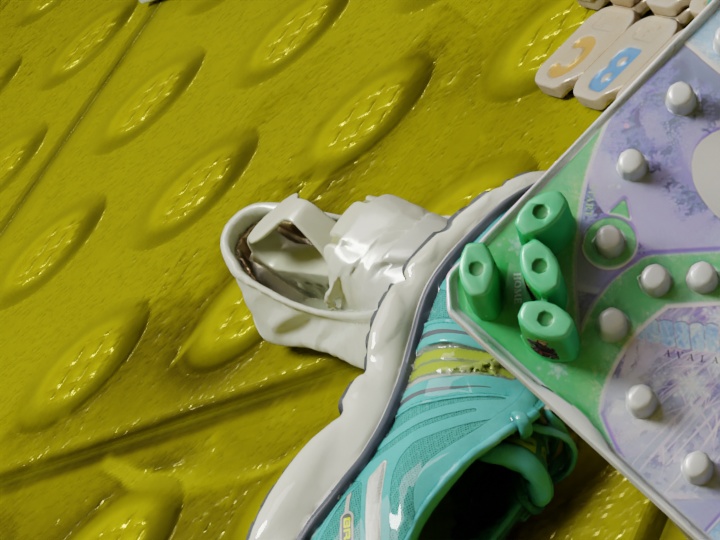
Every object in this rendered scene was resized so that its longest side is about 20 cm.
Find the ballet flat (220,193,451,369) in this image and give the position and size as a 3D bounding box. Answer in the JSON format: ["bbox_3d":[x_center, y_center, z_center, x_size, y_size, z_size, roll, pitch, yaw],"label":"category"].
[{"bbox_3d":[0.000,0.000,1.022,0.070,0.069,0.200,-50,23,-19],"label":"ballet flat"}]

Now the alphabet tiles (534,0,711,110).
[{"bbox_3d":[0.159,-0.140,1.080,0.196,0.015,0.200,-46,22,-7],"label":"alphabet tiles"}]

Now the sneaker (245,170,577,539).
[{"bbox_3d":[0.041,0.054,0.873,0.079,0.078,0.200,6,54,37],"label":"sneaker"}]

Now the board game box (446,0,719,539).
[{"bbox_3d":[0.155,-0.004,0.627,0.200,0.200,0.026,-45,-19,-7],"label":"board game box"}]

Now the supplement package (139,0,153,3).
[{"bbox_3d":[-0.119,-0.295,1.587,0.150,0.200,0.152,-6,42,55],"label":"supplement package"}]

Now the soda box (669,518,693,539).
[{"bbox_3d":[0.159,-0.001,0.714,0.200,0.068,0.064,-44,23,-6],"label":"soda box"}]
